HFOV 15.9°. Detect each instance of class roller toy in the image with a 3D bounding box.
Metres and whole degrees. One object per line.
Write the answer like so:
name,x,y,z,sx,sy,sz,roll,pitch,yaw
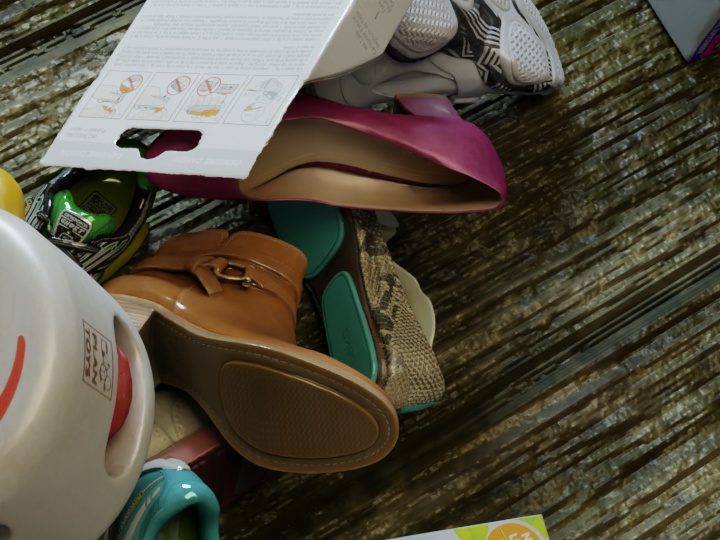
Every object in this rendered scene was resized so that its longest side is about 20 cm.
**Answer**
roller toy,-0.207,0.061,1.314,0.182,0.140,0.200,40,86,28

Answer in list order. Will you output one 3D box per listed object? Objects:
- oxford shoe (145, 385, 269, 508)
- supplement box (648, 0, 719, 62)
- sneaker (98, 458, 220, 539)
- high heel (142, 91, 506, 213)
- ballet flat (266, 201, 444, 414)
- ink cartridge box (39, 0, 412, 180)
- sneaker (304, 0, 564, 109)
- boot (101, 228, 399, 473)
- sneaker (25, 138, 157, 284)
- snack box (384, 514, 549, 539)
oxford shoe,-0.149,0.116,1.429,0.200,0.071,0.075,-19,48,-26
supplement box,0.286,-0.230,1.697,0.200,0.101,0.103,-24,74,-25
sneaker,-0.106,0.200,1.359,0.077,0.080,0.201,0,92,-26
high heel,-0.018,-0.058,1.456,0.200,0.068,0.096,-12,37,-17
ballet flat,0.000,0.000,1.522,0.075,0.068,0.200,3,54,-38
ink cartridge box,-0.068,-0.119,1.458,0.050,0.161,0.200,52,55,-40
sneaker,0.033,-0.134,1.593,0.200,0.115,0.075,13,56,-50
boot,-0.054,0.034,1.435,0.200,0.074,0.155,16,30,13
sneaker,-0.184,-0.002,1.454,0.078,0.085,0.200,33,61,1
snack box,0.043,0.247,1.411,0.168,0.068,0.200,-7,68,-19
